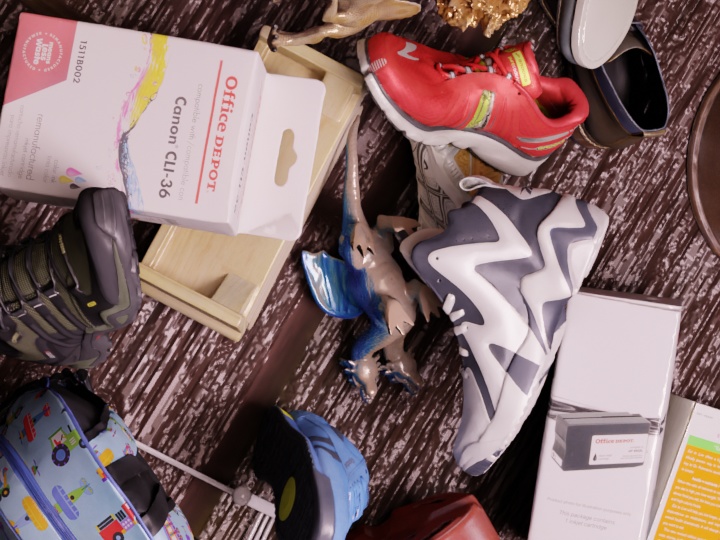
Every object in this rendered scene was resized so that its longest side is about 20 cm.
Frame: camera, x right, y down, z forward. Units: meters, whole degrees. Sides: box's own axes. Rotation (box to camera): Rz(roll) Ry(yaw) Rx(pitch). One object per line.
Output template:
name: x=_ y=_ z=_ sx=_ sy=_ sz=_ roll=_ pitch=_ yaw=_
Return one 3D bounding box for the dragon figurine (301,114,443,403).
dragon figurine: x=0.000 y=0.000 z=1.567 sx=0.059 sy=0.099 sz=0.201 roll=-27 pitch=96 yaw=-32

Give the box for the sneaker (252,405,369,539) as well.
sneaker: x=-0.020 y=0.145 z=1.506 sx=0.078 sy=0.200 sz=0.066 roll=18 pitch=100 yaw=-14

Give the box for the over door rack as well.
over door rack: x=-0.142 y=0.199 z=1.533 sx=0.199 sy=0.067 sz=0.148 roll=29 pitch=84 yaw=-22

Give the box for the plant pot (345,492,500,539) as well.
plant pot: x=0.055 y=0.273 z=1.565 sx=0.200 sy=0.201 sz=0.196 roll=-27 pitch=98 yaw=-17

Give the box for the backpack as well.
backpack: x=-0.181 y=0.162 z=1.399 sx=0.134 sy=0.200 sz=0.183 roll=-34 pitch=95 yaw=-9

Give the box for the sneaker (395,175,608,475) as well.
sneaker: x=0.072 y=0.027 z=1.511 sx=0.129 sy=0.079 sz=0.200 roll=24 pitch=108 yaw=10

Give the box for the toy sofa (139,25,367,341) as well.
toy sofa: x=-0.074 y=-0.059 z=1.535 sx=0.083 sy=0.098 sz=0.201 roll=27 pitch=85 yaw=2

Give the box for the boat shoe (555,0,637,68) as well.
boat shoe: x=0.159 y=-0.231 z=1.568 sx=0.073 sy=0.061 sz=0.201 roll=39 pitch=58 yaw=-52

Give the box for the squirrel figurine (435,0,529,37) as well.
squirrel figurine: x=0.087 y=-0.266 z=1.513 sx=0.186 sy=0.142 sz=0.201 roll=9 pitch=112 yaw=9

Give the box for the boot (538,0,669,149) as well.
boot: x=0.179 y=-0.184 z=1.607 sx=0.074 sy=0.097 sz=0.201 roll=-17 pitch=102 yaw=-19

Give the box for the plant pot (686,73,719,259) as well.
plant pot: x=0.375 y=-0.071 z=1.647 sx=0.199 sy=0.198 sz=0.202 roll=-3 pitch=98 yaw=-22

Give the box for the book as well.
book: x=0.265 y=0.208 z=1.715 sx=0.133 sy=0.048 sz=0.201 roll=19 pitch=90 yaw=-25

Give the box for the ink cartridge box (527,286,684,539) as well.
ink cartridge box: x=0.175 y=0.115 z=1.604 sx=0.084 sy=0.145 sz=0.201 roll=10 pitch=92 yaw=7

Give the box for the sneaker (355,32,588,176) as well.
sneaker: x=0.078 y=-0.130 z=1.521 sx=0.199 sy=0.085 sz=0.077 roll=14 pitch=49 yaw=-45

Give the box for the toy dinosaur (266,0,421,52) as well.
toy dinosaur: x=-0.012 y=-0.171 z=1.479 sx=0.100 sy=0.200 sz=0.059 roll=-1 pitch=86 yaw=-12

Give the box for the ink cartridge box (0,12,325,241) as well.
ink cartridge box: x=-0.129 y=-0.091 z=1.457 sx=0.199 sy=0.068 sz=0.117 roll=9 pitch=84 yaw=3

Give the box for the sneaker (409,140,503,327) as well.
sneaker: x=0.062 y=-0.045 z=1.587 sx=0.075 sy=0.087 sz=0.201 roll=-14 pitch=78 yaw=-52

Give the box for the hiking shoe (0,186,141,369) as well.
hiking shoe: x=-0.199 y=0.012 z=1.426 sx=0.100 sy=0.200 sz=0.076 roll=-3 pitch=63 yaw=-20
